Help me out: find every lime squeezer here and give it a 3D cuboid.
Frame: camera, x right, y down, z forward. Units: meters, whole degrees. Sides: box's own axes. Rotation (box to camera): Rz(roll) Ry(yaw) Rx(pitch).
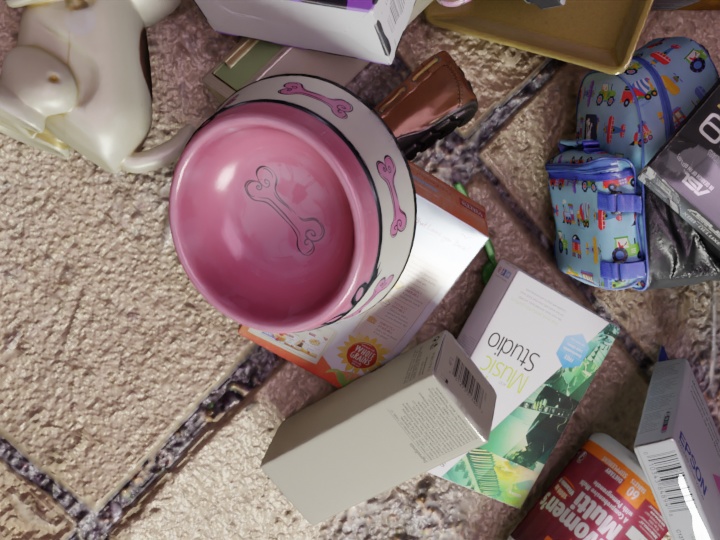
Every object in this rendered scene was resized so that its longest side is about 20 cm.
[{"bbox_3d":[0.114,0.021,0.920,0.069,0.038,0.204,7,96,18],"label":"lime squeezer"}]

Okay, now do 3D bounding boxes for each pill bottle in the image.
[{"bbox_3d":[0.203,0.263,0.920,0.109,0.109,0.201,42,86,-13],"label":"pill bottle"}]

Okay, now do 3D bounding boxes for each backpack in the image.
[{"bbox_3d":[0.242,-0.096,0.853,0.132,0.183,0.204,-8,103,-7],"label":"backpack"}]

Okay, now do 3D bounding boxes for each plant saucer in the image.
[{"bbox_3d":[0.179,-0.281,0.851,0.198,0.048,0.203,22,92,28],"label":"plant saucer"}]

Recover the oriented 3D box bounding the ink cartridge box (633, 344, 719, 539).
[{"bbox_3d":[0.319,0.191,0.903,0.043,0.200,0.199,-19,104,31],"label":"ink cartridge box"}]

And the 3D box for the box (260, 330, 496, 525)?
[{"bbox_3d":[0.014,0.138,0.833,0.198,0.069,0.083,-30,108,29],"label":"box"}]

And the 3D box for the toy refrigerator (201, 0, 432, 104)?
[{"bbox_3d":[-0.035,-0.201,0.826,0.200,0.076,0.070,-45,129,-4],"label":"toy refrigerator"}]

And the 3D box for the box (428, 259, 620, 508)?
[{"bbox_3d":[0.139,0.110,0.902,0.143,0.036,0.202,26,97,-29],"label":"box"}]

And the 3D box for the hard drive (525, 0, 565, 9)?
[{"bbox_3d":[0.107,-0.310,0.747,0.199,0.037,0.142,24,76,-44],"label":"hard drive"}]

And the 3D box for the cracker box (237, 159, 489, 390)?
[{"bbox_3d":[0.000,0.000,0.831,0.133,0.058,0.201,29,119,-13],"label":"cracker box"}]

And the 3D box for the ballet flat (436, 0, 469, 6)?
[{"bbox_3d":[0.087,-0.299,0.830,0.068,0.071,0.204,-7,68,12],"label":"ballet flat"}]

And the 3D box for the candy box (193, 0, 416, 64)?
[{"bbox_3d":[-0.023,-0.279,0.769,0.165,0.072,0.203,15,74,22],"label":"candy box"}]

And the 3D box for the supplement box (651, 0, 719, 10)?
[{"bbox_3d":[0.322,-0.283,0.915,0.196,0.069,0.068,-3,96,-14],"label":"supplement box"}]

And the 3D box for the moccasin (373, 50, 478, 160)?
[{"bbox_3d":[0.005,-0.119,0.852,0.200,0.074,0.078,-35,79,11],"label":"moccasin"}]

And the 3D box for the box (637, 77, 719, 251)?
[{"bbox_3d":[0.337,-0.068,0.736,0.200,0.050,0.158,43,90,7],"label":"box"}]

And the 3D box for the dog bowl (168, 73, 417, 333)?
[{"bbox_3d":[-0.060,-0.043,0.744,0.197,0.074,0.204,8,111,21],"label":"dog bowl"}]

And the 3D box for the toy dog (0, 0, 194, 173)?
[{"bbox_3d":[-0.205,-0.193,0.761,0.191,0.140,0.203,20,83,6],"label":"toy dog"}]
